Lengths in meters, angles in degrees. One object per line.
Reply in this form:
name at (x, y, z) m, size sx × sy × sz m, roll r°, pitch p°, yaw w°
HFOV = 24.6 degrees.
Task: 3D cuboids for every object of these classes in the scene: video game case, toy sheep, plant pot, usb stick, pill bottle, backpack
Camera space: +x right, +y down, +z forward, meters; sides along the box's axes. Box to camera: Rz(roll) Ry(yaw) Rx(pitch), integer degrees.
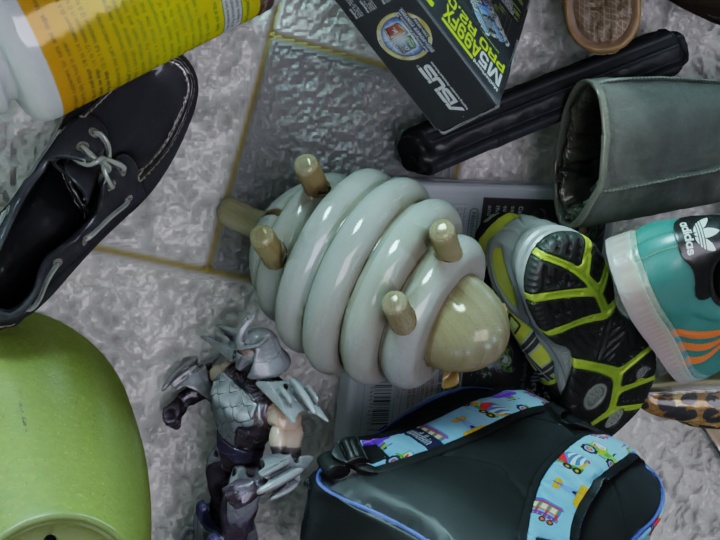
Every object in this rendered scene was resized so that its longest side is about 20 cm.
video game case at (0.075, 0.040, 1.090) m, size 0.180 × 0.023 × 0.202 m, roll 1°, pitch 103°, yaw -23°
toy sheep at (0.000, 0.000, 0.971) m, size 0.138 × 0.199 × 0.138 m, roll -47°, pitch 156°, yaw -28°
plant pot at (-0.190, 0.137, 0.905) m, size 0.186 × 0.200 × 0.189 m, roll -6°, pitch 107°, yaw -21°
usb stick at (0.116, -0.107, 1.048) m, size 0.199 × 0.055 × 0.033 m, roll -23°, pitch 96°, yaw -16°
pill bottle at (-0.146, -0.153, 0.894) m, size 0.199 × 0.109 × 0.110 m, roll -29°, pitch 114°, yaw -13°
backpack at (0.078, 0.158, 0.992) m, size 0.200 × 0.182 × 0.135 m, roll -27°, pitch 135°, yaw -52°

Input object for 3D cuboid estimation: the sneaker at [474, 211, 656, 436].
sneaker at (0.133, 0.034, 1.065) m, size 0.075 × 0.076 × 0.201 m, roll -36°, pitch 133°, yaw -14°

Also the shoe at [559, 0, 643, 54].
shoe at (0.150, -0.237, 1.034) m, size 0.069 × 0.053 × 0.202 m, roll 4°, pitch 100°, yaw 6°

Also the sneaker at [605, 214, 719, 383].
sneaker at (0.220, 0.019, 1.048) m, size 0.079 × 0.072 × 0.200 m, roll -19°, pitch 156°, yaw 18°

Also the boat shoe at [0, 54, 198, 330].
boat shoe at (-0.153, -0.047, 0.936) m, size 0.073 × 0.063 × 0.200 m, roll 45°, pitch 74°, yaw -23°

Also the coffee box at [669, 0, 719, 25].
coffee box at (0.266, -0.254, 1.038) m, size 0.079 × 0.113 × 0.201 m, roll 19°, pitch 97°, yaw -26°

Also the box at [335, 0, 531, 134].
box at (0.022, -0.202, 0.933) m, size 0.200 × 0.044 × 0.161 m, roll 49°, pitch 39°, yaw -26°

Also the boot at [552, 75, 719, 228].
boot at (0.216, -0.050, 1.073) m, size 0.199 × 0.072 × 0.183 m, roll -17°, pitch 116°, yaw -32°

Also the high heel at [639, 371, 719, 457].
high heel at (0.264, 0.143, 1.168) m, size 0.199 × 0.071 × 0.144 m, roll 5°, pitch 96°, yaw -33°

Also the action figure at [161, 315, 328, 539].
action figure at (-0.076, 0.119, 0.995) m, size 0.069 × 0.130 × 0.201 m, roll -1°, pitch 115°, yaw -24°
